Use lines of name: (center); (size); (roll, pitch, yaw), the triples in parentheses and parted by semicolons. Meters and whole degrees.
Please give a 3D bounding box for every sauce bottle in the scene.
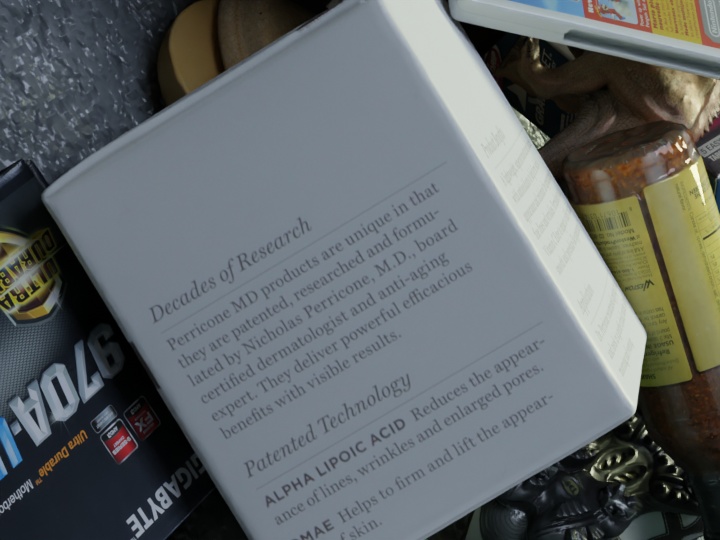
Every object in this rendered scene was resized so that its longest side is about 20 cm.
sauce bottle: (0.147, 0.035, 1.349); (0.066, 0.066, 0.201); (-35, 112, -53)

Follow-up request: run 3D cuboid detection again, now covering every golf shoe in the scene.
golf shoe: (0.118, 0.110, 1.419); (0.199, 0.095, 0.078); (-5, 56, -43)

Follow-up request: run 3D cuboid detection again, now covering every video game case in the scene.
video game case: (0.126, -0.153, 1.343); (0.199, 0.017, 0.144); (11, 55, -23)

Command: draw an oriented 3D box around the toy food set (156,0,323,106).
toy food set: (0.005, -0.066, 1.418); (0.198, 0.049, 0.200); (48, 32, -1)

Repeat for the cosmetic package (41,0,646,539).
cosmetic package: (0.000, 0.000, 1.250); (0.201, 0.165, 0.165); (58, 11, -3)

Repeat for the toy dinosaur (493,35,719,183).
toy dinosaur: (0.144, -0.093, 1.399); (0.135, 0.086, 0.200); (34, 64, -3)

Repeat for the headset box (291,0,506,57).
headset box: (0.000, -0.208, 1.447); (0.148, 0.075, 0.201); (25, 38, -30)

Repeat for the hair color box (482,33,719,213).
hair color box: (0.142, -0.100, 1.498); (0.100, 0.061, 0.200); (-28, 52, -28)

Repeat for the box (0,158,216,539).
box: (-0.151, 0.067, 1.168); (0.159, 0.046, 0.200); (57, 37, -7)
